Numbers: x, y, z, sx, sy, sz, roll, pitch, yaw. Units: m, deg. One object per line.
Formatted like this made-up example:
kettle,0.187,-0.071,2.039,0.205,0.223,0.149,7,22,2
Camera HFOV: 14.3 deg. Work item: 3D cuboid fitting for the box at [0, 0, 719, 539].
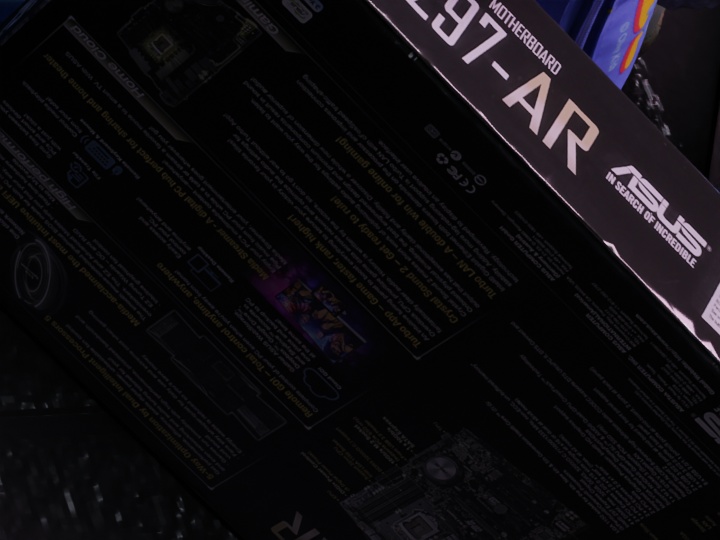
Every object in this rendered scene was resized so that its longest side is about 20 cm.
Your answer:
box,0.000,0.000,0.681,0.200,0.160,0.044,45,46,-10

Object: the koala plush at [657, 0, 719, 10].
koala plush,0.193,-0.112,0.800,0.200,0.184,0.177,43,70,-27

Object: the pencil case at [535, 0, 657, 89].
pencil case,0.044,-0.088,0.683,0.078,0.200,0.087,-4,69,-10

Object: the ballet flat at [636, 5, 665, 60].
ballet flat,0.080,-0.116,0.925,0.068,0.067,0.200,39,41,-16

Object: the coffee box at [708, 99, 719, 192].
coffee box,0.182,-0.049,0.942,0.080,0.114,0.200,36,41,-20

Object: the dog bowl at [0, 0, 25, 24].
dog bowl,-0.112,-0.104,0.693,0.200,0.112,0.050,-1,50,-46
